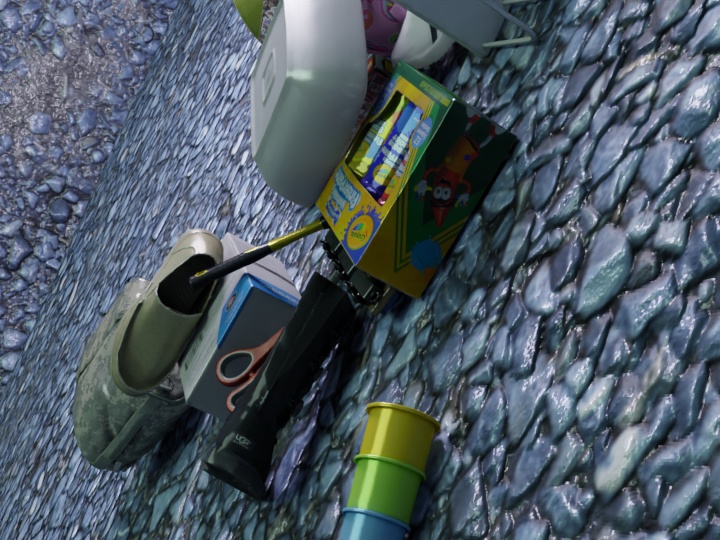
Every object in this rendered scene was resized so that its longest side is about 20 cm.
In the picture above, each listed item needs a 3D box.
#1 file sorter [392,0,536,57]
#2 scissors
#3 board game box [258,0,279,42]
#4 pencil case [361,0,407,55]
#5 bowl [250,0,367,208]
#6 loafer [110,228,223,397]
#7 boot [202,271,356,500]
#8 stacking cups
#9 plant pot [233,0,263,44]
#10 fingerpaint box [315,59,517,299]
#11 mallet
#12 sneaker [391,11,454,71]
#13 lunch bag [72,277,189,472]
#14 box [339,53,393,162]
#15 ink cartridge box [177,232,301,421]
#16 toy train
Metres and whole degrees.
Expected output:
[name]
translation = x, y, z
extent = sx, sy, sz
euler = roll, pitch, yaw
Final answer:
[file sorter]
translation = 0.126, -0.322, 1.125
extent = 0.202, 0.138, 0.124
euler = -65, 23, -5
[scissors]
translation = -0.064, 0.066, 1.249
extent = 0.199, 0.014, 0.073
euler = -39, 56, -1
[board game box]
translation = -0.044, -0.372, 1.449
extent = 0.160, 0.096, 0.202
euler = -63, -16, -65
[pencil case]
translation = 0.034, -0.326, 1.359
extent = 0.087, 0.087, 0.201
euler = -43, 24, 43
[bowl]
translation = -0.062, -0.191, 1.271
extent = 0.201, 0.074, 0.202
euler = 119, 154, -48
[loafer]
translation = -0.212, 0.047, 1.345
extent = 0.202, 0.075, 0.068
euler = -64, 14, 1
[boot]
translation = -0.076, 0.113, 1.181
extent = 0.202, 0.065, 0.165
euler = -63, 1, -16
[stacking cups]
translation = 0.007, 0.199, 0.892
extent = 0.060, 0.060, 0.202
euler = -26, 43, 58
[plant pot]
translation = -0.040, -0.397, 1.609
extent = 0.199, 0.187, 0.189
euler = -24, 40, 37
[fingerpaint box]
translation = 0.042, -0.090, 1.135
extent = 0.168, 0.073, 0.200
euler = -59, 20, 11
[mallet]
translation = -0.088, -0.031, 1.299
extent = 0.198, 0.041, 0.066
euler = -22, 23, 7
[sneaker]
translation = 0.057, -0.303, 1.224
extent = 0.200, 0.129, 0.080
euler = -54, 27, 21
[lunch bag]
translation = -0.275, 0.139, 1.538
extent = 0.200, 0.138, 0.169
euler = -46, 25, 40
[box]
translation = -0.022, -0.192, 1.468
extent = 0.200, 0.040, 0.138
euler = -51, 22, 31
[ink cartridge box]
translation = -0.136, 0.063, 1.370
extent = 0.147, 0.084, 0.200
euler = -60, 20, 10
[toy train]
translation = 0.000, 0.000, 1.171
extent = 0.034, 0.046, 0.200
euler = -51, 20, 7
